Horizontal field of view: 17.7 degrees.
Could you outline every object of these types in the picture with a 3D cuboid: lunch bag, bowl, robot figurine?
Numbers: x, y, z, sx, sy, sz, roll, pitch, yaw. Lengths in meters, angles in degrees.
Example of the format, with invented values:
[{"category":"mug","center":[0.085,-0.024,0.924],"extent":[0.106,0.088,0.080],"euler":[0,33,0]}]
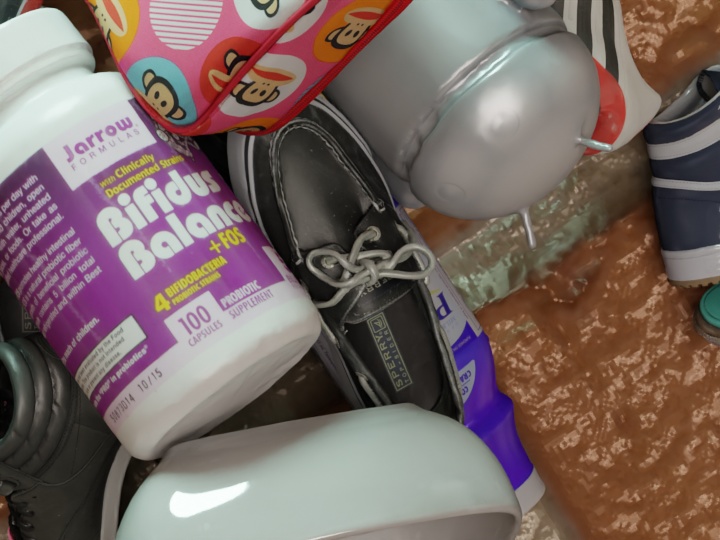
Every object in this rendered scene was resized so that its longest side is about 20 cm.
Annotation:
[{"category":"lunch bag","center":[-0.059,-0.180,1.061],"extent":[0.176,0.082,0.201],"euler":[-42,66,33]},{"category":"bowl","center":[-0.032,0.129,1.123],"extent":[0.199,0.200,0.075],"euler":[-9,67,-15]},{"category":"robot figurine","center":[0.040,-0.106,1.152],"extent":[0.113,0.170,0.200],"euler":[-27,68,-40]}]

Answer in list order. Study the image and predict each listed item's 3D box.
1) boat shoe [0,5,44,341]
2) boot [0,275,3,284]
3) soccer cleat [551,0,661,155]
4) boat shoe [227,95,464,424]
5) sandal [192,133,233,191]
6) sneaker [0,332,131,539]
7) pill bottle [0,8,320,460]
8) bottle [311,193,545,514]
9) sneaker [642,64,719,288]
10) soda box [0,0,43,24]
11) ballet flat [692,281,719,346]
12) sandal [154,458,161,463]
[{"category":"boat shoe","center":[-0.173,-0.041,1.186],"extent":[0.071,0.068,0.201],"euler":[-1,96,-10]},{"category":"boot","center":[-0.281,-0.003,1.149],"extent":[0.200,0.072,0.155],"euler":[-33,97,21]},{"category":"soccer cleat","center":[0.093,-0.153,1.228],"extent":[0.069,0.085,0.201],"euler":[-36,79,37]},{"category":"boat shoe","center":[-0.002,0.002,1.131],"extent":[0.073,0.068,0.200],"euler":[-25,112,-15]},{"category":"sandal","center":[-0.067,-0.088,1.179],"extent":[0.075,0.048,0.201],"euler":[-23,78,3]},{"category":"sneaker","center":[-0.171,0.106,1.165],"extent":[0.099,0.071,0.201],"euler":[-2,125,-37]},{"category":"pill bottle","center":[-0.117,-0.021,1.088],"extent":[0.112,0.112,0.200],"euler":[-36,81,-5]},{"category":"bottle","center":[0.026,0.048,1.230],"extent":[0.083,0.065,0.200],"euler":[-34,100,-6]},{"category":"sneaker","center":[0.249,-0.070,1.256],"extent":[0.199,0.070,0.109],"euler":[-18,100,-5]},{"category":"soda box","center":[-0.199,-0.148,1.148],"extent":[0.063,0.071,0.201],"euler":[20,81,33]},{"category":"ballet flat","center":[0.279,0.019,1.274],"extent":[0.199,0.068,0.067],"euler":[-18,130,-6]},{"category":"sandal","center":[-0.101,0.002,1.198],"extent":[0.054,0.082,0.201],"euler":[-13,97,-18]}]
